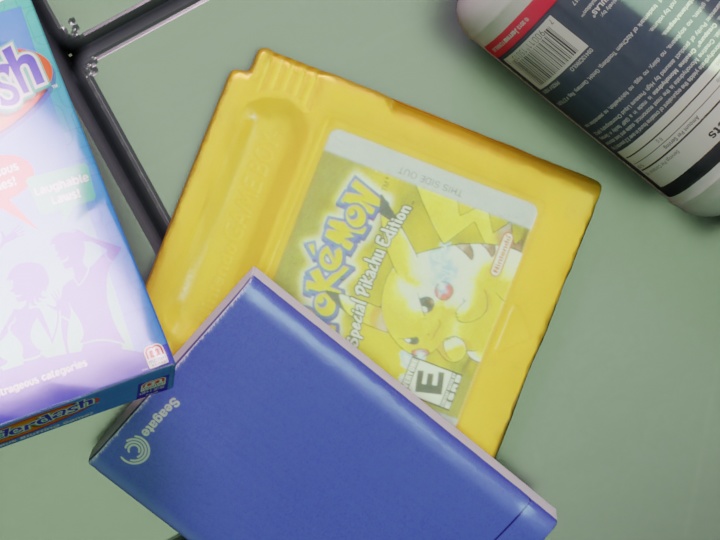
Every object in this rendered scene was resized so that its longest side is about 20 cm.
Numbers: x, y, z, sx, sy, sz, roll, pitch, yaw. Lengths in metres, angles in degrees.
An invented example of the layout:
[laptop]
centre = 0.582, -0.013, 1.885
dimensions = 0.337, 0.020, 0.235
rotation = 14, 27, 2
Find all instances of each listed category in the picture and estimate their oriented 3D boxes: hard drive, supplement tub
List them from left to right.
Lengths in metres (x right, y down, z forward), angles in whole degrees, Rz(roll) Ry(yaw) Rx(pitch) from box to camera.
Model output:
[hard drive]
centre = -0.019, 0.109, 1.212
dimensions = 0.200, 0.025, 0.132
rotation = 39, 107, -10
[supplement tub]
centre = 0.161, -0.116, 1.173
dimensions = 0.200, 0.140, 0.140
rotation = 38, 91, -6

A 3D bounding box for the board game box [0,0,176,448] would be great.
[board game box]
centre = -0.192, -0.015, 1.119
dimensions = 0.152, 0.045, 0.200
rotation = -20, 74, -13

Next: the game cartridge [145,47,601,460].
[game cartridge]
centre = 0.000, 0.000, 1.224
dimensions = 0.200, 0.032, 0.176
rotation = 21, 92, -7
